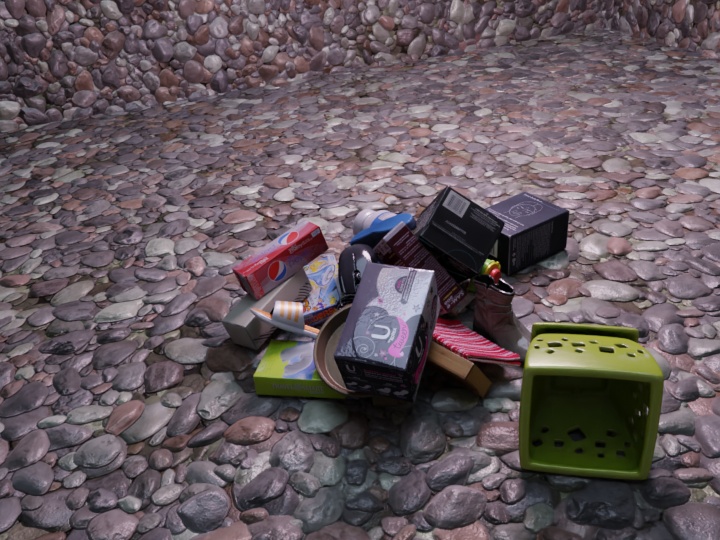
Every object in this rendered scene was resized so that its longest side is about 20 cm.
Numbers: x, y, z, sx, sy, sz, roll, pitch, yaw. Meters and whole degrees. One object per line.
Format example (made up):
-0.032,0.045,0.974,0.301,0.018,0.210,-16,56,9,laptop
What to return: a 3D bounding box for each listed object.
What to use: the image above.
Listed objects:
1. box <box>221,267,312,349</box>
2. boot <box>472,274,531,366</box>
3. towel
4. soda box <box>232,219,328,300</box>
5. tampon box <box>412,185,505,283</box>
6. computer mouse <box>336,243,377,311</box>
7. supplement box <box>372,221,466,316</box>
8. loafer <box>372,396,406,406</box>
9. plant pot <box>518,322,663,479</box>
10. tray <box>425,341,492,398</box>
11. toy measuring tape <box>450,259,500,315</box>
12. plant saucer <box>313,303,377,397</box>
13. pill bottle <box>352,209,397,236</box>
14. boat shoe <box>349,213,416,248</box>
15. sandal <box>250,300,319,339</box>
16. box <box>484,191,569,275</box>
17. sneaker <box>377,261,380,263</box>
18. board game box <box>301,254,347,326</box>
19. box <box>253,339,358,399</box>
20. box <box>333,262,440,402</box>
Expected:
-0.196,0.072,1.403,0.082,0.069,0.200,9,45,40,box
0.288,0.094,1.278,0.067,0.132,0.200,-25,36,-29,boot
0.193,0.130,1.254,0.144,0.023,0.200,10,11,-33,towel
-0.169,-0.026,1.405,0.199,0.064,0.070,-36,34,-21,soda box
0.192,-0.067,1.424,0.149,0.200,0.127,32,77,-3,tampon box
0.000,0.000,1.409,0.137,0.053,0.201,-17,39,4,computer mouse
0.120,0.002,1.368,0.061,0.200,0.109,-42,-1,-15,supplement box
0.026,0.174,1.232,0.067,0.077,0.200,-19,39,-8,loafer
0.357,0.192,1.054,0.198,0.201,0.182,3,26,13,plant pot
0.140,0.163,1.220,0.199,0.099,0.037,25,77,41,tray
0.255,0.025,1.456,0.073,0.074,0.200,20,39,35,toy measuring tape
0.012,0.143,1.198,0.198,0.030,0.202,-7,53,9,plant saucer
0.075,-0.082,1.618,0.112,0.113,0.199,-28,37,-33,pill bottle
0.062,-0.077,1.502,0.084,0.069,0.199,-44,17,-33,boat shoe
-0.120,0.097,1.324,0.205,0.060,0.079,21,-1,-17,sandal
0.380,-0.094,1.594,0.199,0.108,0.148,-23,35,-25,box
0.013,0.004,1.514,0.073,0.083,0.200,-24,33,-25,sneaker
-0.100,0.048,1.481,0.134,0.035,0.200,-21,33,-1,board game box
-0.092,0.189,1.261,0.198,0.048,0.122,1,30,11,box
0.052,0.102,1.127,0.131,0.115,0.201,7,56,20,box
